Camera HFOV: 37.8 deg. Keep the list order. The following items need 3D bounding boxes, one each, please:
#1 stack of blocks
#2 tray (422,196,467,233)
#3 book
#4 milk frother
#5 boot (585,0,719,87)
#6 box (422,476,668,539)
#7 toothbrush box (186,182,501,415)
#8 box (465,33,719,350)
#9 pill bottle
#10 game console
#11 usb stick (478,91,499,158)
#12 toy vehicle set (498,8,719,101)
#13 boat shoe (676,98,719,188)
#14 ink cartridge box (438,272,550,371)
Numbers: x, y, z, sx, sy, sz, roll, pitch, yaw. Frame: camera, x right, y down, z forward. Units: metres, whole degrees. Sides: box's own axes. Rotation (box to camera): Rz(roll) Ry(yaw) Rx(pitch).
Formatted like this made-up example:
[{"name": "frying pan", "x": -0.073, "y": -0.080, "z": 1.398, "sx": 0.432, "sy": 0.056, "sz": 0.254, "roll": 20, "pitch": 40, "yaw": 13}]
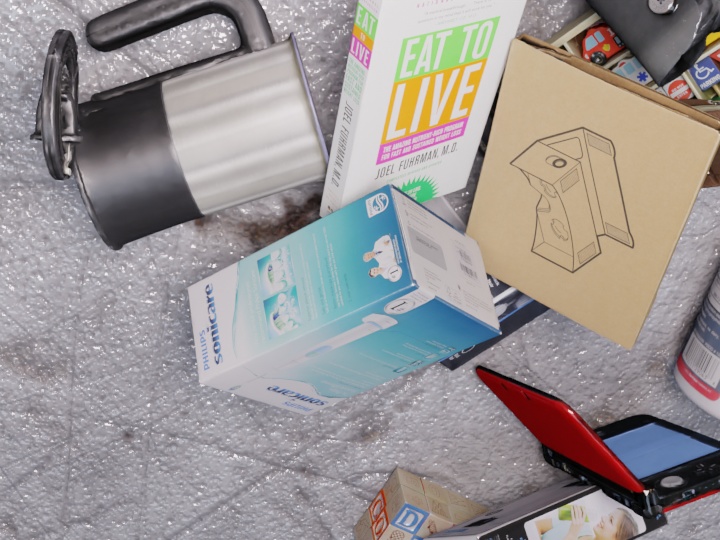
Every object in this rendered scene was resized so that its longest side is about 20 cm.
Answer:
[{"name": "stack of blocks", "x": 0.092, "y": 0.294, "z": 1.062, "sx": 0.198, "sy": 0.059, "sz": 0.116, "roll": 27, "pitch": 109, "yaw": -19}, {"name": "tray", "x": 0.000, "y": 0.000, "z": 0.931, "sx": 0.199, "sy": 0.022, "sz": 0.108, "roll": -37, "pitch": 114, "yaw": 10}, {"name": "book", "x": 0.040, "y": -0.129, "z": 0.770, "sx": 0.132, "sy": 0.048, "sz": 0.202, "roll": -23, "pitch": 144, "yaw": -31}, {"name": "milk frother", "x": -0.126, "y": -0.110, "z": 0.763, "sx": 0.185, "sy": 0.201, "sz": 0.183, "roll": -18, "pitch": 113, "yaw": 1}, {"name": "boot", "x": 0.161, "y": -0.208, "z": 0.767, "sx": 0.200, "sy": 0.065, "sz": 0.165, "roll": 47, "pitch": 116, "yaw": 12}, {"name": "box", "x": 0.171, "y": 0.243, "z": 0.978, "sx": 0.197, "sy": 0.116, "sz": 0.061, "roll": -15, "pitch": 81, "yaw": -24}, {"name": "toothbrush box", "x": -0.013, "y": 0.032, "z": 0.820, "sx": 0.198, "sy": 0.087, "sz": 0.146, "roll": -27, "pitch": 151, "yaw": 25}, {"name": "box", "x": 0.163, "y": -0.055, "z": 0.791, "sx": 0.162, "sy": 0.021, "sz": 0.203, "roll": 29, "pitch": 133, "yaw": 21}, {"name": "pill bottle", "x": 0.373, "y": 0.033, "z": 0.944, "sx": 0.117, "sy": 0.120, "sz": 0.203, "roll": 13, "pitch": 113, "yaw": -13}, {"name": "game console", "x": 0.221, "y": 0.129, "z": 0.933, "sx": 0.169, "sy": 0.200, "sz": 0.121, "roll": -16, "pitch": 98, "yaw": -13}, {"name": "usb stick", "x": 0.102, "y": -0.125, "z": 0.870, "sx": 0.200, "sy": 0.055, "sz": 0.033, "roll": 47, "pitch": 65, "yaw": -25}, {"name": "toy vehicle set", "x": 0.220, "y": -0.155, "z": 0.827, "sx": 0.199, "sy": 0.027, "sz": 0.125, "roll": -32, "pitch": 105, "yaw": 36}, {"name": "boat shoe", "x": 0.223, "y": -0.095, "z": 0.802, "sx": 0.074, "sy": 0.200, "sz": 0.076, "roll": -24, "pitch": 114, "yaw": -38}, {"name": "ink cartridge box", "x": 0.141, "y": 0.013, "z": 0.919, "sx": 0.198, "sy": 0.040, "sz": 0.099, "roll": -35, "pitch": 154, "yaw": 9}]
